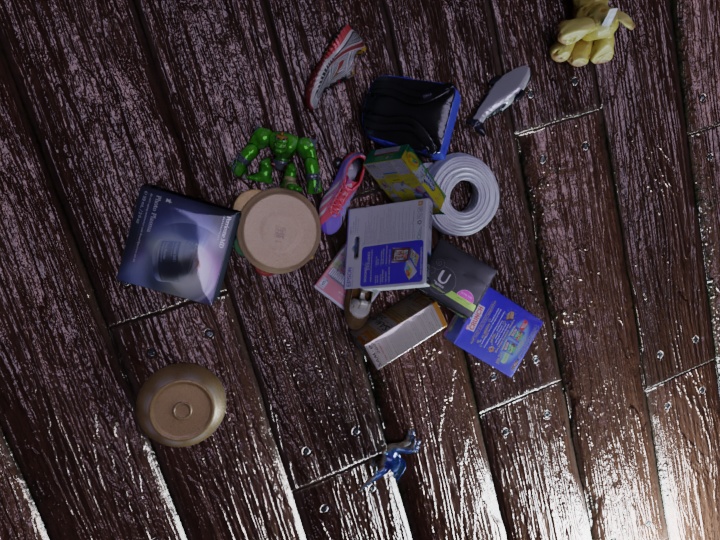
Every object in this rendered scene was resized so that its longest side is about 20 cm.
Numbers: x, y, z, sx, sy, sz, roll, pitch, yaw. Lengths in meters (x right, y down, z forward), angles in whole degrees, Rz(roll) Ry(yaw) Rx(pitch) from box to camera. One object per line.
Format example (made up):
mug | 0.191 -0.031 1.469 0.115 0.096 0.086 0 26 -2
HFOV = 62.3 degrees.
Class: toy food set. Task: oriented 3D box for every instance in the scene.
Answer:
toy food set | -0.187 -0.087 1.344 0.198 0.049 0.200 -6 101 -16

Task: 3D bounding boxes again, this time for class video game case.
video game case | 0.000 0.000 1.431 0.143 0.017 0.201 38 86 -18

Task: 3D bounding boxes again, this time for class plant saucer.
plant saucer | -0.404 0.311 1.347 0.199 0.035 0.202 -3 99 -16

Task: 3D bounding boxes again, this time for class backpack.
backpack | 0.109 -0.336 1.338 0.199 0.168 0.164 15 91 14

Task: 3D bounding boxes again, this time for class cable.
cable | 0.242 -0.185 1.448 0.199 0.069 0.201 -21 104 -13

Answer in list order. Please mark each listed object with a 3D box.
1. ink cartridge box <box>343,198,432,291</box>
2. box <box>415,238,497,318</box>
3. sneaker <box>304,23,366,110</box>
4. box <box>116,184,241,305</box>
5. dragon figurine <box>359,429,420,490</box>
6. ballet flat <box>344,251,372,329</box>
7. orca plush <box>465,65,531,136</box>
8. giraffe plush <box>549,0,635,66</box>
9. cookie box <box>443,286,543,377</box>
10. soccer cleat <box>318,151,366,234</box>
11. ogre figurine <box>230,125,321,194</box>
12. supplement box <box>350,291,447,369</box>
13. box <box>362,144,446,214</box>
ink cartridge box | 0.062 -0.054 1.329 0.043 0.199 0.200 32 58 -58
box | 0.217 0.024 1.384 0.148 0.200 0.125 30 89 8
sneaker | -0.055 -0.439 1.313 0.082 0.078 0.201 32 89 -20
box | -0.371 -0.055 1.238 0.197 0.123 0.202 15 95 -9
dragon figurine | 0.077 0.492 1.510 0.099 0.059 0.201 27 89 -19
ballet flat | 0.007 0.047 1.392 0.067 0.072 0.202 12 95 -17
orca plush | 0.346 -0.401 1.446 0.201 0.105 0.071 -58 144 -12
giraffe plush | 0.552 -0.620 1.442 0.171 0.200 0.163 6 68 -14
cookie box | 0.340 0.148 1.527 0.199 0.075 0.172 31 89 -19
soccer cleat | -0.041 -0.177 1.359 0.066 0.076 0.201 24 90 -17
ogre figurine | -0.176 -0.244 1.299 0.199 0.098 0.121 15 98 20
supplement box | 0.088 0.138 1.423 0.199 0.126 0.074 -31 107 -11
box | 0.109 -0.194 1.345 0.200 0.117 0.049 48 58 -37
